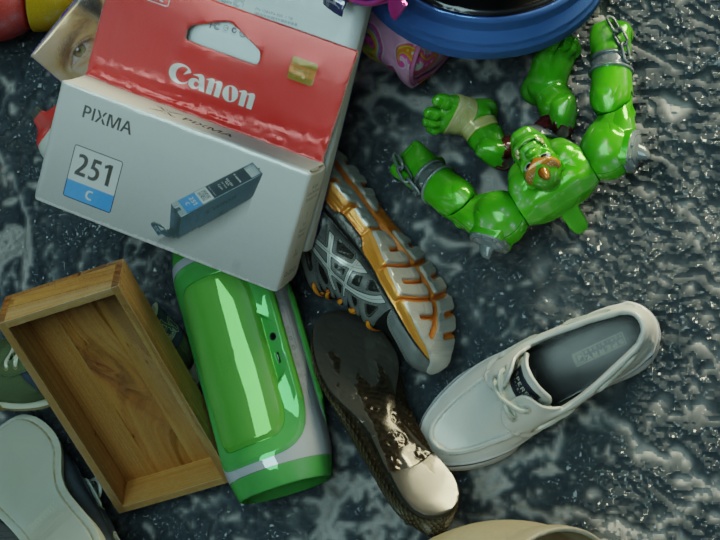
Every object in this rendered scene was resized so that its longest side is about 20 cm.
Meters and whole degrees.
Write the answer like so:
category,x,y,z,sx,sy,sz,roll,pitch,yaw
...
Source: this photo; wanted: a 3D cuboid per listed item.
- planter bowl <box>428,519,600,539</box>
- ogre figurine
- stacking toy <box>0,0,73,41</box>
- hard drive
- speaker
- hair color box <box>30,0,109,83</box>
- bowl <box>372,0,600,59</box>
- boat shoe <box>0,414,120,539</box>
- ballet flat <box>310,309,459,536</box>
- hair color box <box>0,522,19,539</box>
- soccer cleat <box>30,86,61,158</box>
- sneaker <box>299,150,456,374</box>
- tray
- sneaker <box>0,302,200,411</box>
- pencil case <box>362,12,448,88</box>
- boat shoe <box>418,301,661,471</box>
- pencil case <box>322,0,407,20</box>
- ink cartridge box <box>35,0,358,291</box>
category,x,y,z,sx,sy,sz,roll,pitch,yaw
planter bowl,0.075,0.261,1.241,0.134,0.199,0.202,11,85,44
ogre figurine,0.129,-0.091,1.315,0.198,0.098,0.121,-22,59,-7
stacking toy,-0.269,-0.239,1.454,0.197,0.146,0.148,3,83,-2
hard drive,-0.073,-0.129,1.311,0.131,0.025,0.202,17,104,11
speaker,-0.082,0.069,1.357,0.088,0.088,0.202,-19,77,13
hair color box,-0.139,-0.141,1.369,0.200,0.065,0.109,41,98,-10
bowl,0.088,-0.246,1.325,0.198,0.040,0.203,1,59,-1
boat shoe,-0.230,0.184,1.378,0.075,0.062,0.200,-43,44,-6
ballet flat,0.015,0.113,1.323,0.067,0.047,0.201,-17,54,-20
hair color box,-0.243,0.258,1.370,0.199,0.100,0.061,26,93,19
soccer cleat,-0.174,-0.147,1.429,0.200,0.069,0.085,-42,82,10
sneaker,0.000,0.000,1.354,0.077,0.078,0.201,-42,69,21
tray,-0.178,0.089,1.339,0.098,0.201,0.037,-17,34,14
sneaker,-0.225,0.056,1.390,0.198,0.090,0.068,-1,50,14
pencil case,-0.012,-0.224,1.376,0.199,0.087,0.088,37,93,18
boat shoe,0.125,0.084,1.302,0.198,0.066,0.073,-25,76,12
pencil case,0.028,-0.269,1.259,0.087,0.089,0.201,13,56,18
ink cartridge box,-0.120,-0.103,1.292,0.198,0.045,0.178,20,106,10
